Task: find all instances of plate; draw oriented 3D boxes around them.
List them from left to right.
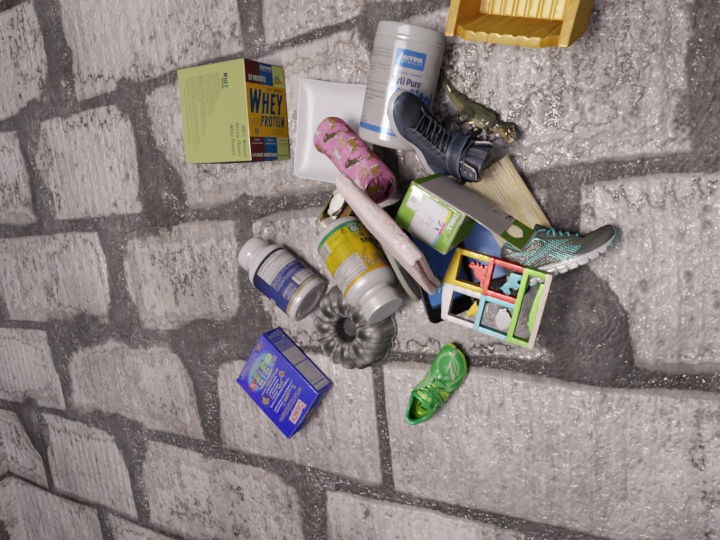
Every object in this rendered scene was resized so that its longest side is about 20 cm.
[{"bbox_3d":[-0.048,-0.285,1.108,0.195,0.032,0.205,15,108,27],"label":"plate"}]

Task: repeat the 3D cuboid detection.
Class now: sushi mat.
[{"bbox_3d":[0.271,-0.095,0.942,0.095,0.012,0.202,-33,92,18],"label":"sushi mat"}]

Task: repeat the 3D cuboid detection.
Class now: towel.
[{"bbox_3d":[0.050,-0.056,0.886,0.032,0.191,0.200,-43,65,1],"label":"towel"}]

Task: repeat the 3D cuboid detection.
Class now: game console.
[{"bbox_3d":[0.194,-0.027,0.971,0.173,0.116,0.205,-15,94,32],"label":"game console"}]

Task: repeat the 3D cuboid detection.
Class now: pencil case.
[{"bbox_3d":[-0.014,-0.209,1.010,0.201,0.082,0.087,53,125,30],"label":"pencil case"}]

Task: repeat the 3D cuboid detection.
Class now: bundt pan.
[{"bbox_3d":[-0.022,0.124,1.161,0.197,0.075,0.208,7,104,29],"label":"bundt pan"}]

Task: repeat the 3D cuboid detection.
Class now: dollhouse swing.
[{"bbox_3d":[0.255,-0.461,0.814,0.196,0.182,0.179,19,131,26],"label":"dollhouse swing"}]

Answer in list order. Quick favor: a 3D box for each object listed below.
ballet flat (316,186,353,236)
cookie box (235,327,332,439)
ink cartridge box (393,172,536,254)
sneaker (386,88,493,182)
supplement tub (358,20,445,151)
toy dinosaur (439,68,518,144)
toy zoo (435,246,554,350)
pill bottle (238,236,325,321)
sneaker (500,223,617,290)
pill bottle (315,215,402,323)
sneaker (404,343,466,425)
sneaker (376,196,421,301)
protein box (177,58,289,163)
[{"bbox_3d":[-0.053,-0.117,1.110,0.071,0.070,0.201,46,131,14],"label":"ballet flat"},{"bbox_3d":[-0.188,0.273,1.293,0.200,0.075,0.173,42,119,16],"label":"cookie box"},{"bbox_3d":[0.172,-0.072,0.863,0.198,0.147,0.077,35,117,15],"label":"ink cartridge box"},{"bbox_3d":[0.141,-0.221,0.886,0.145,0.201,0.078,27,83,44],"label":"sneaker"},{"bbox_3d":[0.073,-0.331,0.966,0.130,0.131,0.205,20,112,25],"label":"supplement tub"},{"bbox_3d":[0.193,-0.271,0.960,0.200,0.047,0.089,44,109,17],"label":"toy dinosaur"},{"bbox_3d":[0.217,0.041,0.916,0.196,0.020,0.135,19,108,25],"label":"toy zoo"},{"bbox_3d":[-0.184,0.012,1.211,0.199,0.110,0.113,38,117,19],"label":"pill bottle"},{"bbox_3d":[0.326,-0.041,0.895,0.196,0.077,0.093,-25,91,16],"label":"sneaker"},{"bbox_3d":[0.000,0.000,1.074,0.113,0.111,0.202,-46,63,30],"label":"pill bottle"},{"bbox_3d":[0.152,0.241,1.077,0.073,0.083,0.203,33,115,20],"label":"sneaker"},{"bbox_3d":[0.102,-0.042,1.051,0.105,0.075,0.203,-28,107,0],"label":"sneaker"},{"bbox_3d":[-0.278,-0.342,1.173,0.196,0.134,0.204,4,103,30],"label":"protein box"}]
